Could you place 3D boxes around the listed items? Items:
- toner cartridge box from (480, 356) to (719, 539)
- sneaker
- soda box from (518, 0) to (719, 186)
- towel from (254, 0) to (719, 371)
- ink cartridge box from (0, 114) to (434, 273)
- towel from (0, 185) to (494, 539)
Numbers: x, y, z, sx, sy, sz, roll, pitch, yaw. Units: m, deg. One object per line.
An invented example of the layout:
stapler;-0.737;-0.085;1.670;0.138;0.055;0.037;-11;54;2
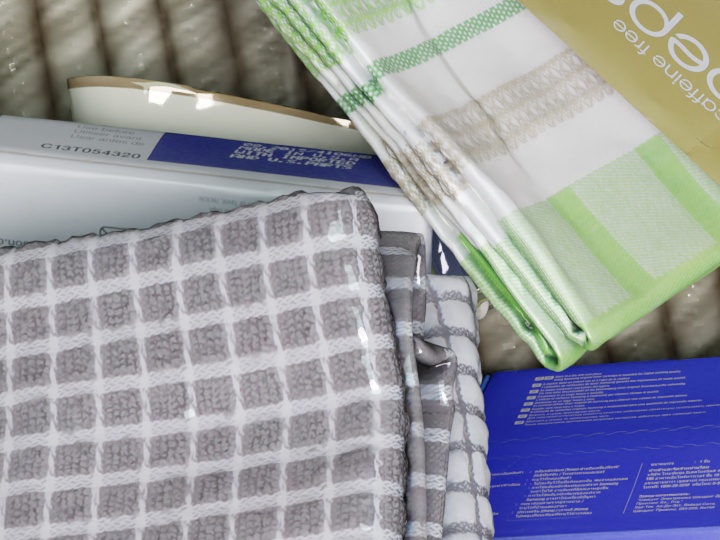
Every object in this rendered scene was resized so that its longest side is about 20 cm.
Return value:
toner cartridge box;0.120;0.064;0.759;0.199;0.095;0.043;-5;117;24
sneaker;0.000;0.000;0.822;0.199;0.067;0.090;11;90;-2
soda box;0.119;-0.065;0.733;0.200;0.064;0.068;42;54;1
towel;0.046;-0.083;0.759;0.149;0.031;0.200;-32;78;-34
ink cartridge box;-0.081;0.054;0.789;0.196;0.043;0.201;7;114;5
towel;-0.067;0.073;0.670;0.199;0.086;0.166;-11;57;18
